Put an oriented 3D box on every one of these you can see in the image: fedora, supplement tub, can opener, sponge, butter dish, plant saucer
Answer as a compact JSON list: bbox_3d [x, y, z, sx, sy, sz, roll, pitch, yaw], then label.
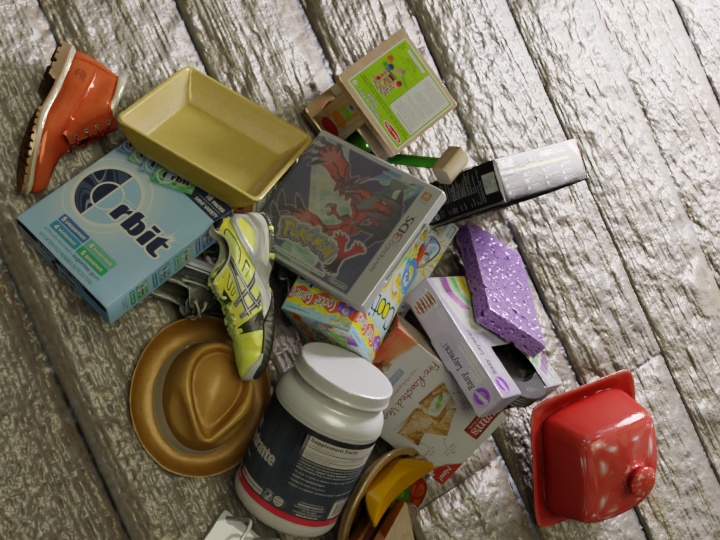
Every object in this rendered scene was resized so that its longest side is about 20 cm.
[{"bbox_3d":[-0.187,0.153,1.328,0.198,0.082,0.204,5,78,-24],"label":"fedora"},{"bbox_3d":[-0.057,0.205,1.307,0.139,0.141,0.202,20,106,-20],"label":"supplement tub"},{"bbox_3d":[-0.083,-0.056,1.432,0.066,0.053,0.203,2,78,-7],"label":"can opener"},{"bbox_3d":[0.194,0.022,1.498,0.111,0.030,0.201,31,30,-26],"label":"sponge"},{"bbox_3d":[0.349,0.269,1.504,0.197,0.147,0.203,-15,112,-26],"label":"butter dish"},{"bbox_3d":[-0.183,-0.160,1.355,0.198,0.049,0.200,30,34,2],"label":"plant saucer"}]

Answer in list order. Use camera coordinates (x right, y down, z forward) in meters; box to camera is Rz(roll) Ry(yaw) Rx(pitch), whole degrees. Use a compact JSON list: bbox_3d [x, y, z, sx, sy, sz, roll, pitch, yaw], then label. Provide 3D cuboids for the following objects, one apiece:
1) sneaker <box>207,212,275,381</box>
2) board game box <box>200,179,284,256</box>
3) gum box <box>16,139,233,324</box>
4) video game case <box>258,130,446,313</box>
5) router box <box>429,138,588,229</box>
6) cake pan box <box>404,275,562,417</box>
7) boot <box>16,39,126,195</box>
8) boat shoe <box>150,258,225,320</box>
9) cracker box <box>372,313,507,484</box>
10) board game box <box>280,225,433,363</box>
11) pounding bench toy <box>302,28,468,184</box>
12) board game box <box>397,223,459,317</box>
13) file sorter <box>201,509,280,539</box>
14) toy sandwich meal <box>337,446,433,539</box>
[{"bbox_3d":[-0.147,0.032,1.298,0.075,0.075,0.203,0,84,-24],"label":"sneaker"},{"bbox_3d":[-0.158,-0.069,1.388,0.197,0.023,0.107,2,79,-6],"label":"board game box"},{"bbox_3d":[-0.283,-0.058,1.307,0.169,0.045,0.200,40,64,18],"label":"gum box"},{"bbox_3d":[-0.022,-0.066,1.341,0.199,0.023,0.183,29,73,26],"label":"video game case"},{"bbox_3d":[0.200,-0.121,1.504,0.198,0.149,0.063,-17,88,-42],"label":"router box"},{"bbox_3d":[0.168,0.099,1.447,0.183,0.052,0.201,-2,54,-53],"label":"cake pan box"},{"bbox_3d":[-0.354,-0.173,1.323,0.106,0.075,0.203,24,69,-24],"label":"boot"},{"bbox_3d":[-0.209,0.028,1.348,0.198,0.072,0.072,23,55,-9],"label":"boat shoe"},{"bbox_3d":[0.078,0.171,1.429,0.199,0.058,0.134,38,104,-14],"label":"cracker box"},{"bbox_3d":[0.000,0.000,1.376,0.102,0.105,0.202,17,68,26],"label":"board game box"},{"bbox_3d":[0.042,-0.188,1.463,0.124,0.156,0.201,-40,96,-25],"label":"pounding bench toy"},{"bbox_3d":[0.035,-0.022,1.496,0.135,0.034,0.201,39,67,-14],"label":"board game box"},{"bbox_3d":[-0.113,0.405,1.292,0.200,0.124,0.139,41,65,-12],"label":"file sorter"},{"bbox_3d":[0.041,0.322,1.360,0.204,0.070,0.208,-33,133,-45],"label":"toy sandwich meal"}]
